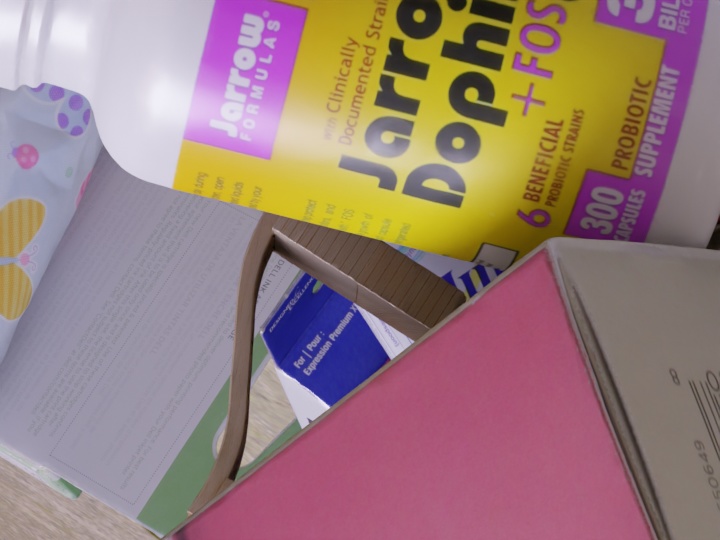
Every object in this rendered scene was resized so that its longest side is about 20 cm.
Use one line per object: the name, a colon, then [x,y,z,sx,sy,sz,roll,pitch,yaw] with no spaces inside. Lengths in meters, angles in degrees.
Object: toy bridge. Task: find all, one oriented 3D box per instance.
toy bridge: [0.000,0.000,0.869,0.067,0.201,0.027,32,166,7]

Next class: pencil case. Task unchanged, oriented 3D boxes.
pencil case: [-0.172,-0.008,1.167,0.090,0.201,0.083,9,159,46]

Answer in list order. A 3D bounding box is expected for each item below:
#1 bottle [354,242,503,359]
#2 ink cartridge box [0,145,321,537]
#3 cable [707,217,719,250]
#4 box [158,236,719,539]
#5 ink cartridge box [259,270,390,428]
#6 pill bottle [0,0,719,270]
bottle: [0.055,0.025,0.922,0.201,0.083,0.065,57,178,15]
ink cartridge box: [-0.088,0.030,1.194,0.199,0.146,0.048,28,167,25]
cable: [0.094,0.000,0.954,0.097,0.051,0.200,37,163,-23]
box: [0.043,0.089,0.745,0.127,0.110,0.200,4,147,-43]
ink cartridge box: [0.016,0.034,1.115,0.037,0.095,0.200,30,164,23]
pill bottle: [-0.002,-0.063,0.741,0.199,0.105,0.104,13,164,-3]
